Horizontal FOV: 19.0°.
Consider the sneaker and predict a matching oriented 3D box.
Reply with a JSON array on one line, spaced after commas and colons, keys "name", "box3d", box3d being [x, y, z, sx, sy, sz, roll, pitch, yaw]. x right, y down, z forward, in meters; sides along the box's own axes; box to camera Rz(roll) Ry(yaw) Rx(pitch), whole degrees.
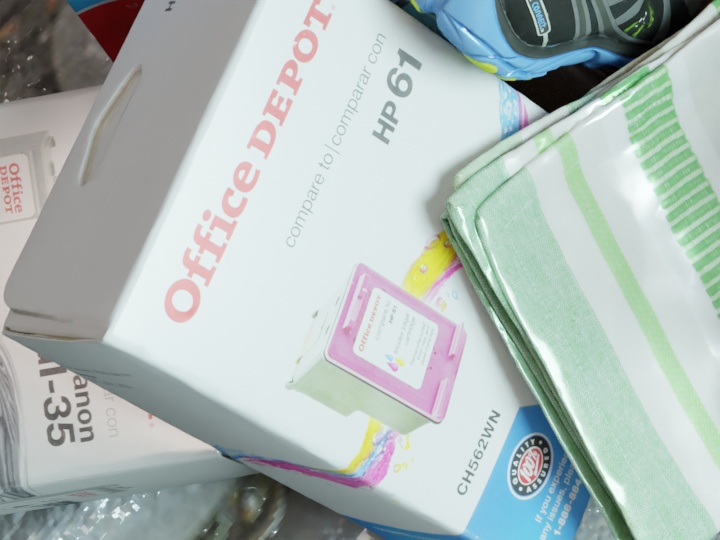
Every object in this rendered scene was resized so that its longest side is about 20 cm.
[{"name": "sneaker", "box3d": [0.087, -0.115, 0.730, 0.071, 0.199, 0.083, 50, 119, 8]}]

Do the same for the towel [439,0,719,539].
[{"name": "towel", "box3d": [0.134, -0.013, 0.735, 0.199, 0.023, 0.153, -35, 101, -23]}]

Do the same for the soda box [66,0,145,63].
[{"name": "soda box", "box3d": [-0.072, -0.120, 0.790, 0.064, 0.200, 0.068, -12, 69, 9]}]

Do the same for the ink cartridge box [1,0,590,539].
[{"name": "ink cartridge box", "box3d": [0.000, 0.000, 0.730, 0.084, 0.199, 0.145, 3, 66, 58]}]

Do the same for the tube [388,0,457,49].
[{"name": "tube", "box3d": [0.011, -0.126, 0.785, 0.077, 0.200, 0.051, 26, 112, -11]}]

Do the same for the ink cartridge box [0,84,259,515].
[{"name": "ink cartridge box", "box3d": [-0.143, 0.016, 0.813, 0.198, 0.083, 0.148, -10, 80, 10]}]

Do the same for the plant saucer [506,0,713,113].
[{"name": "plant saucer", "box3d": [0.142, -0.128, 0.833, 0.199, 0.035, 0.202, -4, 71, 11]}]
